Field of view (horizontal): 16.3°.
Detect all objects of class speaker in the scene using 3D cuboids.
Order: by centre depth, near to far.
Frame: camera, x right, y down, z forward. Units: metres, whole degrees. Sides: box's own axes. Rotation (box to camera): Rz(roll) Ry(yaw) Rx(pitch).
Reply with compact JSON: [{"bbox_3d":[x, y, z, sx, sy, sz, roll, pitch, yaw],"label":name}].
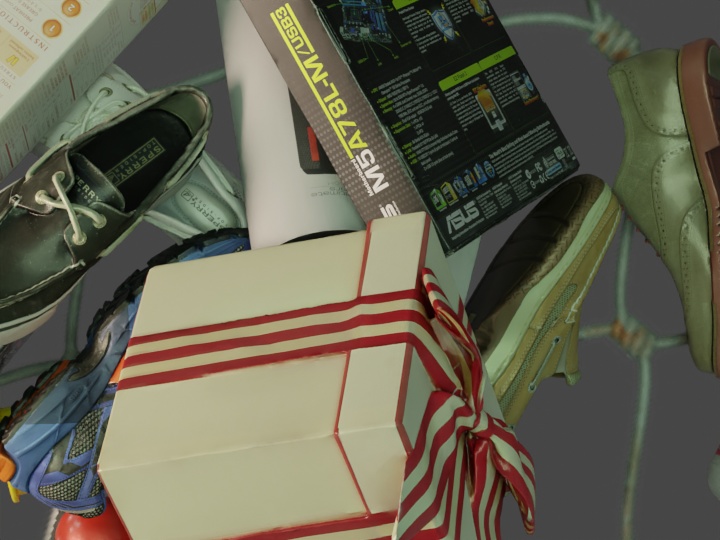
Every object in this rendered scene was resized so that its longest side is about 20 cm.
[{"bbox_3d":[-0.033,-0.085,1.418,0.081,0.081,0.201,-7,61,-3],"label":"speaker"}]

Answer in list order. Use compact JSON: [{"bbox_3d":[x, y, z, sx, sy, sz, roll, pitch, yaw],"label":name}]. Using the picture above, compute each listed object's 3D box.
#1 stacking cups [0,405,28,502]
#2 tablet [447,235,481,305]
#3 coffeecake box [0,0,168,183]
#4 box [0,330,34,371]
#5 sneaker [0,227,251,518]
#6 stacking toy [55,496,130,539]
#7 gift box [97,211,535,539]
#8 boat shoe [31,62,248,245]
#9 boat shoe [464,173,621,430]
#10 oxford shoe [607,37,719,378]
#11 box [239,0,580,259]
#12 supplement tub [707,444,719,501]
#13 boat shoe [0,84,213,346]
[{"bbox_3d":[-0.113,0.083,1.471,0.199,0.060,0.061,-14,90,-8],"label":"stacking cups"},{"bbox_3d":[0.000,0.000,1.455,0.129,0.014,0.201,18,66,-5],"label":"tablet"},{"bbox_3d":[-0.221,-0.152,1.417,0.153,0.073,0.200,38,74,12],"label":"coffeecake box"},{"bbox_3d":[-0.288,0.001,1.420,0.200,0.132,0.115,41,84,-2],"label":"box"},{"bbox_3d":[-0.122,0.056,1.414,0.078,0.075,0.200,43,87,-13],"label":"sneaker"},{"bbox_3d":[-0.081,0.141,1.458,0.199,0.085,0.086,-11,90,1],"label":"stacking toy"},{"bbox_3d":[-0.012,0.105,1.300,0.185,0.201,0.185,-11,133,15],"label":"gift box"},{"bbox_3d":[-0.140,-0.077,1.459,0.199,0.069,0.071,34,87,-2],"label":"boat shoe"},{"bbox_3d":[0.100,0.040,1.479,0.076,0.072,0.201,34,95,-16],"label":"boat shoe"},{"bbox_3d":[0.190,-0.034,1.488,0.074,0.070,0.202,-6,91,24],"label":"oxford shoe"},{"bbox_3d":[0.029,-0.110,1.410,0.047,0.200,0.194,-31,91,30],"label":"box"},{"bbox_3d":[0.301,0.070,1.445,0.140,0.140,0.201,27,88,-2],"label":"supplement tub"},{"bbox_3d":[-0.157,-0.036,1.361,0.071,0.064,0.200,45,59,0],"label":"boat shoe"}]
